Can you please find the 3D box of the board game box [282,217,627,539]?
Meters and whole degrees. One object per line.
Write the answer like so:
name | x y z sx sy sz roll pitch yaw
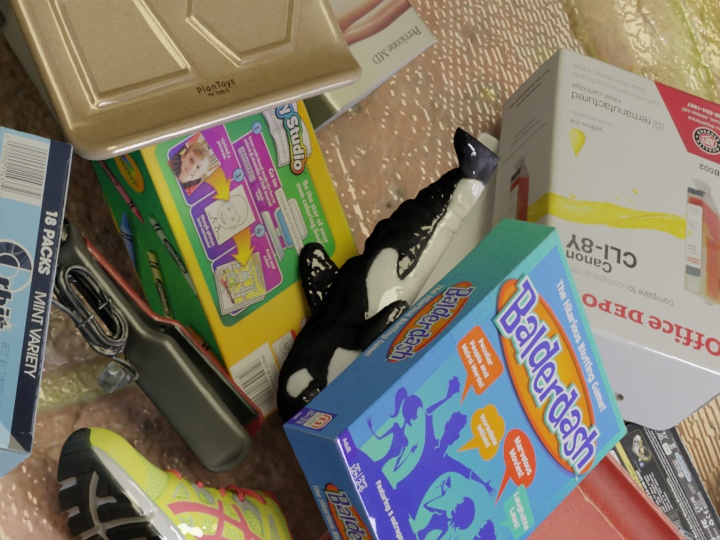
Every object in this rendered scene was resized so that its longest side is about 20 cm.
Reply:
board game box | 0.058 0.089 1.485 0.200 0.045 0.152 -43 126 -32

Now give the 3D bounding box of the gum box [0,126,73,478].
gum box | -0.214 0.039 1.395 0.044 0.200 0.170 14 67 -21

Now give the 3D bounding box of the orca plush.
orca plush | 0.000 0.000 1.515 0.071 0.105 0.200 32 98 0

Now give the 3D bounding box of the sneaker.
sneaker | -0.089 0.150 1.504 0.200 0.078 0.090 46 56 -20

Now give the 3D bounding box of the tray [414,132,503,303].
tray | 0.080 0.018 1.673 0.107 0.022 0.200 34 59 -15

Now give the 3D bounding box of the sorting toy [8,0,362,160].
sorting toy | -0.114 -0.167 1.454 0.185 0.036 0.200 -19 79 -31

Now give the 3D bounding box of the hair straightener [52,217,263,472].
hair straightener | -0.127 0.033 1.461 0.200 0.041 0.077 54 19 -15

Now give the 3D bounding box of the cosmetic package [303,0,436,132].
cosmetic package | -0.060 -0.184 1.629 0.103 0.087 0.200 -40 94 -34

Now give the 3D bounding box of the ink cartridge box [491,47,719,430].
ink cartridge box | 0.163 -0.019 1.658 0.145 0.083 0.200 18 58 -20

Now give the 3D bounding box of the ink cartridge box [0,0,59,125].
ink cartridge box | -0.168 -0.201 1.540 0.083 0.145 0.200 -32 89 -33

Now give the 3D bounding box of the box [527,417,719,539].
box | 0.166 0.205 1.638 0.161 0.049 0.200 -23 84 -35

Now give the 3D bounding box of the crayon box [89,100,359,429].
crayon box | -0.072 -0.024 1.537 0.119 0.058 0.200 -35 116 -33

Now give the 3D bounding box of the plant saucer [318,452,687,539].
plant saucer | 0.087 0.178 1.556 0.200 0.037 0.200 49 58 -6
